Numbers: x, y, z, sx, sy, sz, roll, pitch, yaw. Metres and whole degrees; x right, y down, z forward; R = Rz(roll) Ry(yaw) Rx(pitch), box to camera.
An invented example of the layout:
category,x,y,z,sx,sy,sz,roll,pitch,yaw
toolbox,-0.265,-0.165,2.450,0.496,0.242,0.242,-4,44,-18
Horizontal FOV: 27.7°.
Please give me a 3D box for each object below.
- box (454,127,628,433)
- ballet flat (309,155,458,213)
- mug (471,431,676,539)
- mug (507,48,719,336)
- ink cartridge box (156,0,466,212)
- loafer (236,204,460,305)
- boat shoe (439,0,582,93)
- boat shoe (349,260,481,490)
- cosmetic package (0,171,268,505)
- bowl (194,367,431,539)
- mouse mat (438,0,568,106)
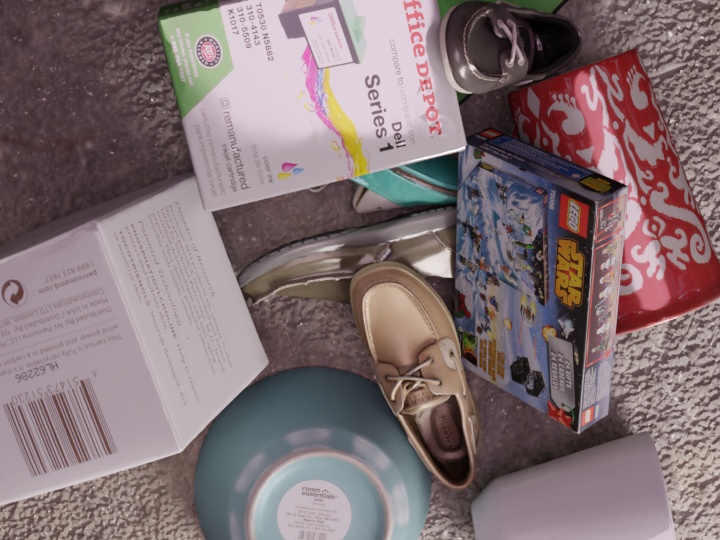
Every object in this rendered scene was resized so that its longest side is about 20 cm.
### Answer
category,x,y,z,sx,sy,sz,roll,pitch,yaw
box,0.132,0.007,1.107,0.040,0.137,0.201,-24,128,-35
ballet flat,-0.007,-0.087,1.159,0.199,0.067,0.071,26,119,-7
mug,0.173,0.234,1.171,0.152,0.149,0.188,-9,91,4
mug,0.177,-0.054,1.140,0.176,0.133,0.201,-19,95,-4
ink cartridge box,-0.034,-0.141,1.062,0.199,0.084,0.146,-14,105,-2
loafer,0.000,0.000,1.157,0.199,0.075,0.070,-14,94,-3
boat shoe,0.113,-0.170,1.076,0.057,0.200,0.067,-10,95,24
boat shoe,0.050,0.083,1.144,0.071,0.065,0.201,-22,118,12
cosmetic package,-0.194,0.045,1.065,0.166,0.200,0.167,-18,98,17
bowl,-0.035,0.187,1.163,0.199,0.105,0.202,-1,98,-5
mouse mat,0.073,-0.216,1.136,0.200,0.008,0.161,-44,126,0
